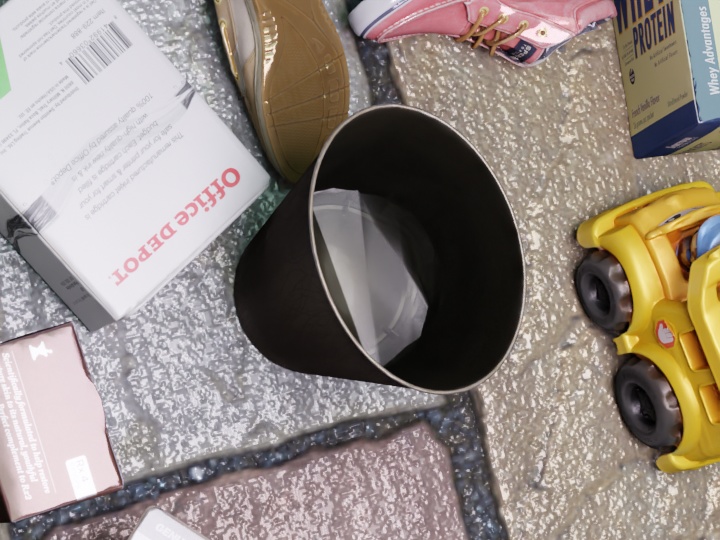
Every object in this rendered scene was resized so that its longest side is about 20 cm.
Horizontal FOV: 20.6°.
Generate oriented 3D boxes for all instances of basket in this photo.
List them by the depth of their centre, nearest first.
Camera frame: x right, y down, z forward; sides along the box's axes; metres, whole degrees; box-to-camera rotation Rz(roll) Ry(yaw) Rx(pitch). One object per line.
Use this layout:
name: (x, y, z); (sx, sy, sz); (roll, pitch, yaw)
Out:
basket: (0.000, 0.000, 1.283); (0.136, 0.200, 0.181); (-19, 89, -23)

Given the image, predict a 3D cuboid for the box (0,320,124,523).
box: (-0.207, 0.096, 1.189); (0.075, 0.200, 0.100); (-17, 88, -22)

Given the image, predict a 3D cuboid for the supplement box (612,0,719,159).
supplement box: (0.299, -0.199, 1.450); (0.199, 0.134, 0.201); (-7, 84, -13)

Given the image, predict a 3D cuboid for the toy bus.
toy bus: (0.260, 0.029, 1.384); (0.135, 0.192, 0.200); (-20, 87, -21)

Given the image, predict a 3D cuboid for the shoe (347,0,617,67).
shoe: (0.092, -0.184, 1.416); (0.200, 0.071, 0.091); (-26, 86, -27)

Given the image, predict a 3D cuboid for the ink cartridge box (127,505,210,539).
ink cartridge box: (-0.109, 0.273, 1.260); (0.200, 0.084, 0.176); (36, 71, -12)

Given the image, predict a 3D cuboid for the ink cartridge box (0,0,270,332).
ink cartridge box: (-0.181, -0.080, 1.289); (0.146, 0.084, 0.200); (-43, 98, -21)

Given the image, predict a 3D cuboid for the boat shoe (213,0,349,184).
boat shoe: (-0.060, -0.159, 1.358); (0.074, 0.069, 0.201); (-18, 109, -29)
